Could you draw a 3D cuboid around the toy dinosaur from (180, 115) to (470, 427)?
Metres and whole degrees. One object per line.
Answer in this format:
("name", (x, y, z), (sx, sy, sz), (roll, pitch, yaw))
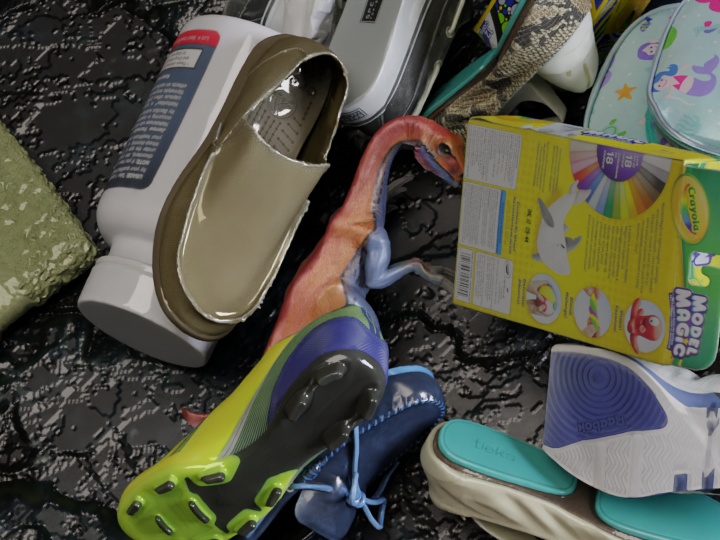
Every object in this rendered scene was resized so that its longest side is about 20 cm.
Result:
("toy dinosaur", (0.000, 0.000, 1.347), (0.105, 0.200, 0.183), (22, 117, 33))

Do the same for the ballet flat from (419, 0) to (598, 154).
("ballet flat", (0.102, -0.121, 1.375), (0.075, 0.200, 0.068), (39, 47, -2))

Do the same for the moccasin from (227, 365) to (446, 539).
("moccasin", (-0.024, 0.136, 1.333), (0.200, 0.080, 0.068), (-40, 51, 18))

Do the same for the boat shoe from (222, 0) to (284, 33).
("boat shoe", (-0.032, -0.242, 1.512), (0.071, 0.072, 0.201), (23, 75, 18))

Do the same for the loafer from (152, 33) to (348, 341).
("loafer", (-0.064, -0.055, 1.327), (0.076, 0.067, 0.201), (24, 74, -22))

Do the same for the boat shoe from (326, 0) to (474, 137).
("boat shoe", (0.037, -0.178, 1.409), (0.071, 0.064, 0.201), (19, 83, 45))

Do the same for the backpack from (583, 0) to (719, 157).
("backpack", (0.233, -0.083, 1.333), (0.199, 0.151, 0.178), (9, 58, 27))

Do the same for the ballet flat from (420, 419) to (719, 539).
("ballet flat", (0.128, 0.143, 1.298), (0.199, 0.070, 0.070), (20, 72, 12))

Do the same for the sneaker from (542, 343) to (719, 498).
("sneaker", (0.209, 0.094, 1.277), (0.198, 0.115, 0.081), (10, 92, 29))

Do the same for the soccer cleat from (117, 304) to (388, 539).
("soccer cleat", (-0.060, 0.093, 1.298), (0.200, 0.065, 0.084), (-38, 26, 23))

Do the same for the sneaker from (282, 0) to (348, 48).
("sneaker", (-0.031, -0.230, 1.447), (0.099, 0.078, 0.201), (13, 97, 32))

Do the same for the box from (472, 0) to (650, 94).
("box", (0.154, -0.203, 1.379), (0.064, 0.200, 0.070), (-22, 62, -46))

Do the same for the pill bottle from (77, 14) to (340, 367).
("pill bottle", (-0.098, -0.048, 1.415), (0.119, 0.120, 0.201), (17, 71, 21))

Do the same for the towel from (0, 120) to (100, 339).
("towel", (-0.276, -0.033, 1.501), (0.148, 0.037, 0.200), (-41, 62, -7))

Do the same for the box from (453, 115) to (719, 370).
("box", (0.139, -0.019, 1.275), (0.199, 0.048, 0.118), (18, 107, 49))
